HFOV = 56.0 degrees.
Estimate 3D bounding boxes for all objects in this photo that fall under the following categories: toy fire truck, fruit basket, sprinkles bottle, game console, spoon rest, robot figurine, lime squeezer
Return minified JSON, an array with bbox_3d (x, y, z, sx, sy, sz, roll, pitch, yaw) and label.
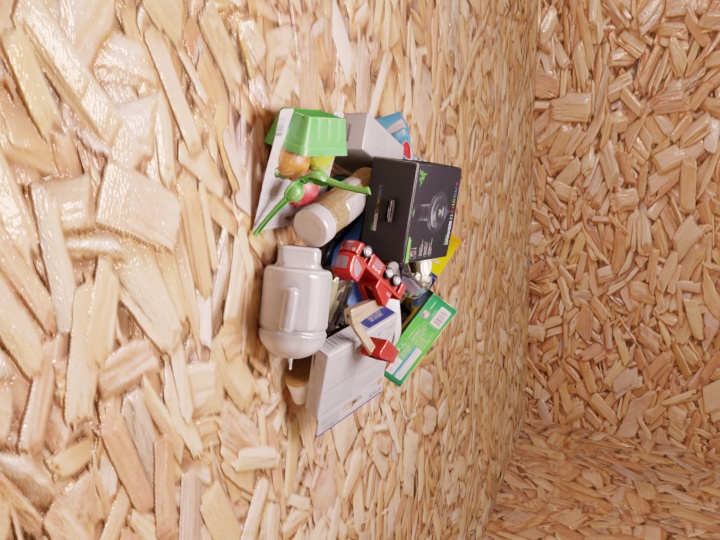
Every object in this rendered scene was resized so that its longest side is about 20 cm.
[{"bbox_3d":[0.012,0.056,1.164,0.200,0.049,0.141,43,64,-38],"label":"toy fire truck"},{"bbox_3d":[-0.104,-0.169,1.124,0.185,0.094,0.200,-18,134,-57],"label":"fruit basket"},{"bbox_3d":[-0.032,-0.112,1.161,0.200,0.068,0.068,-43,135,-48],"label":"sprinkles bottle"},{"bbox_3d":[0.000,0.000,1.330,0.171,0.118,0.200,46,43,-9],"label":"game console"},{"bbox_3d":[0.053,0.079,1.338,0.099,0.061,0.200,-36,136,-62],"label":"spoon rest"},{"bbox_3d":[-0.108,0.059,1.120,0.170,0.113,0.200,-15,111,-85],"label":"robot figurine"},{"bbox_3d":[-0.083,-0.115,1.059,0.038,0.200,0.071,3,69,-76],"label":"lime squeezer"}]

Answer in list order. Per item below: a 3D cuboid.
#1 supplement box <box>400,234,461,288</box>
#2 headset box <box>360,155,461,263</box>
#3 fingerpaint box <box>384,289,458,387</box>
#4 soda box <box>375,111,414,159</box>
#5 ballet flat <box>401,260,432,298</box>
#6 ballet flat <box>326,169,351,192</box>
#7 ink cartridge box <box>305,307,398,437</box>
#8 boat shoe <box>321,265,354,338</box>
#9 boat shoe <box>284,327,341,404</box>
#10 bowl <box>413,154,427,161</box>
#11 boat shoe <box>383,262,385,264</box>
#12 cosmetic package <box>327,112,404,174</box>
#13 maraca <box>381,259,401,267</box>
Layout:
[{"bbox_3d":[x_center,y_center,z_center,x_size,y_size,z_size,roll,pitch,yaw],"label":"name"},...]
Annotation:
[{"bbox_3d":[0.145,-0.020,1.631,0.200,0.109,0.109,-50,171,-52],"label":"supplement box"},{"bbox_3d":[0.089,-0.110,1.214,0.200,0.093,0.174,-8,110,-59],"label":"headset box"},{"bbox_3d":[0.097,0.126,1.457,0.200,0.073,0.167,-53,-164,2],"label":"fingerpaint box"},{"bbox_3d":[0.077,-0.231,1.429,0.064,0.068,0.200,47,31,-61],"label":"soda box"},{"bbox_3d":[0.115,-0.044,1.359,0.072,0.072,0.201,47,37,-60],"label":"ballet flat"},{"bbox_3d":[0.014,-0.146,1.307,0.200,0.067,0.068,25,99,-31],"label":"ballet flat"},{"bbox_3d":[-0.019,0.186,1.262,0.200,0.041,0.200,-26,136,-44],"label":"ink cartridge box"},{"bbox_3d":[-0.051,0.069,1.229,0.201,0.066,0.072,105,-24,-43],"label":"boat shoe"},{"bbox_3d":[-0.074,0.180,1.293,0.200,0.071,0.069,-39,135,-45],"label":"boat shoe"},{"bbox_3d":[0.140,-0.186,1.561,0.201,0.094,0.201,-11,90,-77],"label":"bowl"},{"bbox_3d":[0.037,0.011,1.489,0.200,0.068,0.072,-51,141,-50],"label":"boat shoe"},{"bbox_3d":[0.002,-0.237,1.303,0.200,0.101,0.071,22,75,-66],"label":"cosmetic package"},{"bbox_3d":[0.075,-0.057,1.453,0.200,0.107,0.137,61,5,16],"label":"maraca"}]
